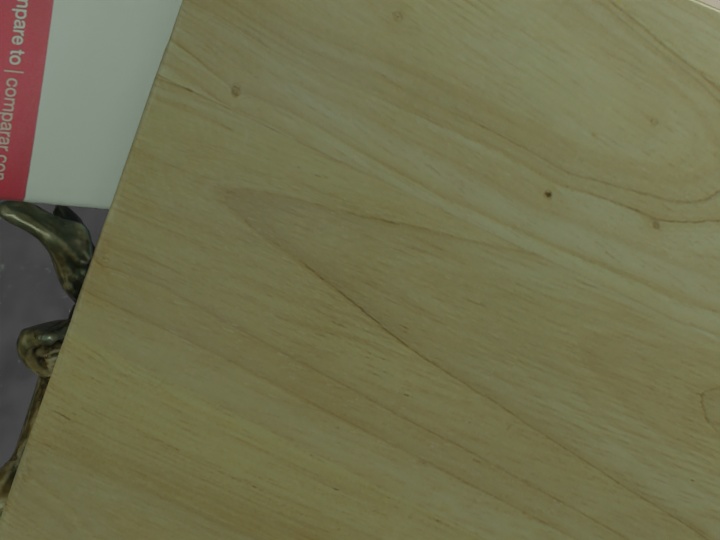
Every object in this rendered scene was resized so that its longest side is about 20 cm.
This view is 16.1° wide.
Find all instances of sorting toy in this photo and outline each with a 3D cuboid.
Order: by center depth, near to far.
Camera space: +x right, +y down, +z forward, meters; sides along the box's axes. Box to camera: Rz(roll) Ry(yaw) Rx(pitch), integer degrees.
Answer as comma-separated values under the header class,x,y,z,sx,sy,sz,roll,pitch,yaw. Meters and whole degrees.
class,x,y,z,sx,sy,sz,roll,pitch,yaw
sorting toy,0.040,0.020,0.602,0.199,0.070,0.200,26,109,12

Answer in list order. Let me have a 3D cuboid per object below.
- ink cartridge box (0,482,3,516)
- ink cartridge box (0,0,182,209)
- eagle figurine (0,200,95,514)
class,x,y,z,sx,sy,sz,roll,pitch,yaw
ink cartridge box,-0.200,0.096,0.765,0.199,0.084,0.147,-6,94,40
ink cartridge box,-0.037,-0.079,0.701,0.199,0.147,0.083,6,118,-14
eagle figurine,0.003,0.004,0.755,0.199,0.151,0.153,-10,65,19
